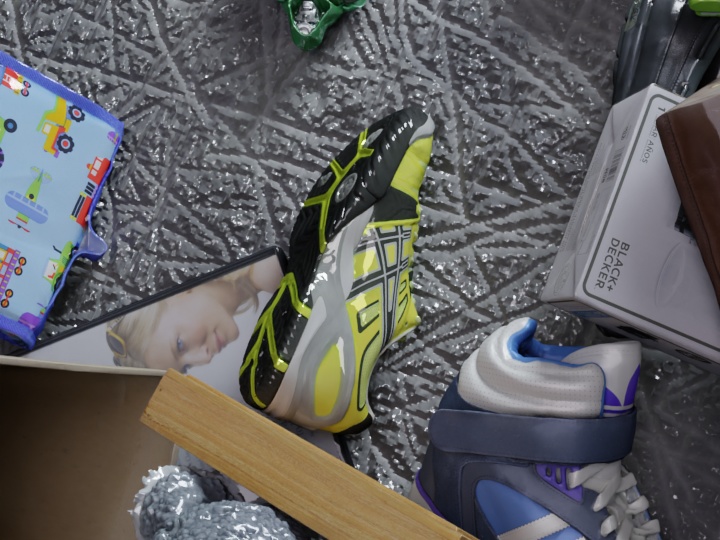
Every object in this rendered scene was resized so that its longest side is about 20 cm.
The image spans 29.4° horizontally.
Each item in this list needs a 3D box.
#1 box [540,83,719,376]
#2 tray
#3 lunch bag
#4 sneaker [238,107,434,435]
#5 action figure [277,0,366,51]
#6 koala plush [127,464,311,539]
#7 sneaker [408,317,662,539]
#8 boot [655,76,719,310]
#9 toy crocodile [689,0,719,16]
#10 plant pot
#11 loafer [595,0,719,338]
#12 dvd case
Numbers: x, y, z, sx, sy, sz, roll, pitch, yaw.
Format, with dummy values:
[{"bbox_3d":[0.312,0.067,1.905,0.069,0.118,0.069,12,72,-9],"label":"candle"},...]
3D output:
[{"bbox_3d":[0.206,0.001,0.698,0.198,0.060,0.118,21,83,-7],"label":"box"},{"bbox_3d":[-0.012,0.114,0.692,0.199,0.099,0.037,25,82,37],"label":"tray"},{"bbox_3d":[-0.240,-0.055,0.815,0.199,0.094,0.152,25,72,-18],"label":"lunch bag"},{"bbox_3d":[0.000,0.000,0.790,0.076,0.075,0.201,31,74,-21],"label":"sneaker"},{"bbox_3d":[-0.021,-0.233,0.848,0.117,0.055,0.202,4,83,12],"label":"action figure"},{"bbox_3d":[-0.036,0.188,0.664,0.183,0.177,0.201,-37,109,-3],"label":"koala plush"},{"bbox_3d":[0.125,0.113,0.699,0.199,0.080,0.147,34,113,23],"label":"sneaker"},{"bbox_3d":[0.244,-0.011,0.647,0.185,0.064,0.202,-11,84,-12],"label":"boot"},{"bbox_3d":[0.272,-0.155,0.738,0.198,0.062,0.068,5,78,-5],"label":"toy crocodile"},{"bbox_3d":[-0.237,0.134,0.738,0.176,0.199,0.202,9,89,40],"label":"plant pot"},{"bbox_3d":[0.168,-0.060,0.753,0.070,0.068,0.202,8,76,24],"label":"loafer"},{"bbox_3d":[-0.116,0.086,0.817,0.198,0.018,0.144,-22,75,9],"label":"dvd case"}]
